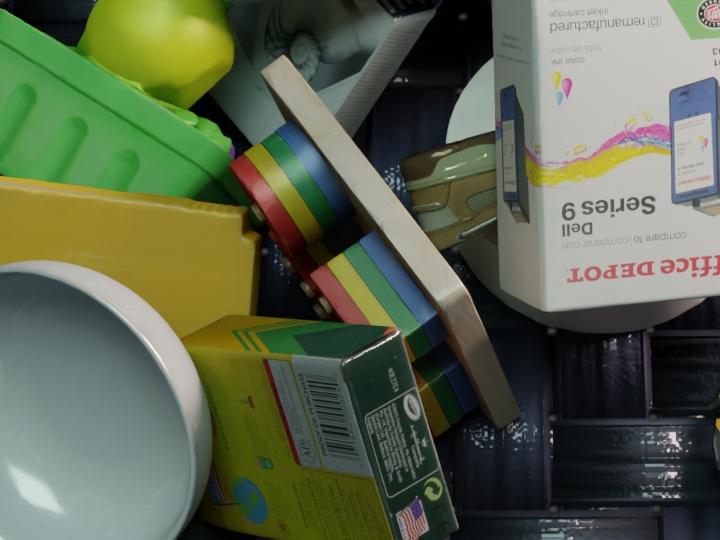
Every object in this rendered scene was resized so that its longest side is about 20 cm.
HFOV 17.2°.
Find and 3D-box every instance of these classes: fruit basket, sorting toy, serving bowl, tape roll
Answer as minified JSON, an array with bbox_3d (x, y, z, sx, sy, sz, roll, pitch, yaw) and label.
[{"bbox_3d":[-0.141,-0.116,1.550,0.216,0.156,0.216,-4,72,12],"label":"fruit basket"},{"bbox_3d":[0.000,0.000,1.451,0.070,0.200,0.199,-35,63,-3],"label":"sorting toy"},{"bbox_3d":[-0.167,0.082,1.425,0.200,0.200,0.066,27,31,19],"label":"serving bowl"},{"bbox_3d":[0.156,-0.062,1.545,0.202,0.071,0.202,-2,60,4],"label":"tape roll"}]

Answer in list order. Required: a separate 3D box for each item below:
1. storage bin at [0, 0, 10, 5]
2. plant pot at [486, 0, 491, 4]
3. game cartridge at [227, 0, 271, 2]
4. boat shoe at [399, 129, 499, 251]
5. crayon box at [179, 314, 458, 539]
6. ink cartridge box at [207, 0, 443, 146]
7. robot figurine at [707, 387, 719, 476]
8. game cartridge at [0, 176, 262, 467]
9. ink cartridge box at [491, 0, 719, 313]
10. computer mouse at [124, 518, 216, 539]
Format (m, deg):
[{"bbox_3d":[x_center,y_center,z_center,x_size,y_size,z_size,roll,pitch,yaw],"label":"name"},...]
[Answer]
[{"bbox_3d":[-0.309,-0.191,1.567,0.135,0.094,0.200,-20,11,28],"label":"storage bin"},{"bbox_3d":[0.126,-0.254,1.621,0.200,0.134,0.200,-2,60,4],"label":"plant pot"},{"bbox_3d":[0.002,-0.234,1.509,0.200,0.040,0.133,-4,60,-5],"label":"game cartridge"},{"bbox_3d":[0.125,-0.059,1.475,0.200,0.072,0.076,-16,92,-11],"label":"boat shoe"},{"bbox_3d":[-0.039,0.094,1.393,0.051,0.127,0.200,-28,20,-35],"label":"crayon box"},{"bbox_3d":[-0.044,-0.193,1.583,0.200,0.041,0.200,49,119,27],"label":"ink cartridge box"},{"bbox_3d":[0.302,0.068,1.463,0.145,0.058,0.200,24,64,19],"label":"robot figurine"},{"bbox_3d":[-0.165,0.036,1.479,0.200,0.032,0.176,8,103,7],"label":"game cartridge"},{"bbox_3d":[0.158,-0.083,1.402,0.145,0.088,0.200,-4,102,-14],"label":"ink cartridge box"},{"bbox_3d":[-0.164,0.219,1.430,0.059,0.034,0.200,37,70,22],"label":"computer mouse"}]
